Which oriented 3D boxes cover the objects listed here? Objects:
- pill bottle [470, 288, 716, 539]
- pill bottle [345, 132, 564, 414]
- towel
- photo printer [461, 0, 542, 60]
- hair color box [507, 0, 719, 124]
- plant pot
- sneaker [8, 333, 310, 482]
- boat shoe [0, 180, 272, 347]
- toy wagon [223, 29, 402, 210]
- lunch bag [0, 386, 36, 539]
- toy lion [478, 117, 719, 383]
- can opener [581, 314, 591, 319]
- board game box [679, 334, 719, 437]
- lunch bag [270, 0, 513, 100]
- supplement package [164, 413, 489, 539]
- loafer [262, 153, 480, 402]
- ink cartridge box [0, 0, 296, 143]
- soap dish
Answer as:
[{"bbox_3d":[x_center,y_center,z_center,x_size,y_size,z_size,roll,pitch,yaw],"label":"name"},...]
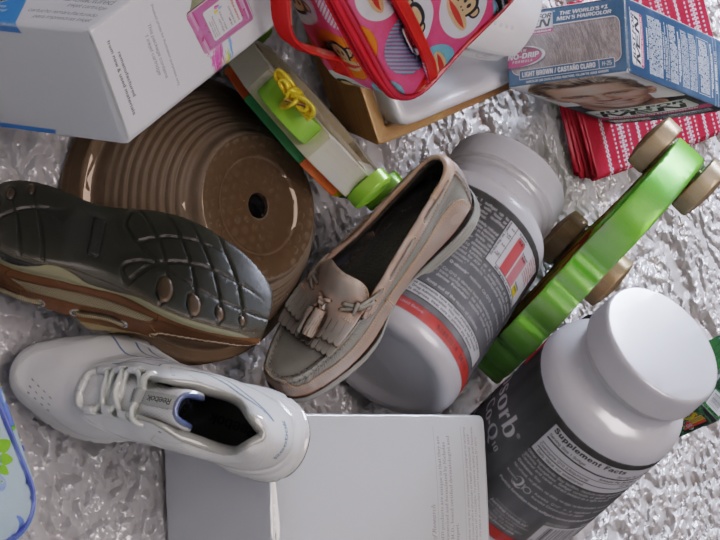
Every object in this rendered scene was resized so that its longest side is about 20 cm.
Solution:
[{"bbox_3d":[0.155,0.107,1.714,0.116,0.200,0.116,22,43,-23],"label":"pill bottle"},{"bbox_3d":[0.064,-0.001,1.764,0.116,0.116,0.200,52,54,-24],"label":"pill bottle"},{"bbox_3d":[0.229,-0.163,2.001,0.200,0.022,0.145,-20,97,-42],"label":"towel"},{"bbox_3d":[0.067,-0.258,1.726,0.166,0.069,0.200,26,67,-36],"label":"photo printer"},{"bbox_3d":[0.197,-0.158,1.850,0.200,0.100,0.061,10,76,-60],"label":"hair color box"},{"bbox_3d":[-0.098,-0.039,1.641,0.201,0.093,0.201,8,77,-41],"label":"plant pot"},{"bbox_3d":[-0.132,0.079,1.536,0.087,0.200,0.075,43,59,-75],"label":"sneaker"},{"bbox_3d":[-0.156,0.003,1.558,0.200,0.074,0.076,21,53,-9],"label":"boat shoe"},{"bbox_3d":[-0.041,-0.107,1.651,0.155,0.040,0.200,49,7,5],"label":"toy wagon"},{"bbox_3d":[-0.289,0.095,1.455,0.161,0.082,0.200,-27,102,-40],"label":"lunch bag"},{"bbox_3d":[0.166,-0.003,1.812,0.069,0.200,0.192,43,41,1],"label":"toy lion"},{"bbox_3d":[0.144,0.114,1.860,0.063,0.079,0.200,49,68,-17],"label":"can opener"},{"bbox_3d":[0.228,0.101,1.842,0.023,0.200,0.105,49,55,-7],"label":"board game box"},{"bbox_3d":[0.008,-0.214,1.570,0.176,0.082,0.200,-46,131,-19],"label":"lunch bag"},{"bbox_3d":[-0.022,0.159,1.664,0.200,0.117,0.118,4,81,-42],"label":"supplement package"},{"bbox_3d":[0.000,0.000,1.652,0.200,0.072,0.063,-47,147,-14],"label":"loafer"},{"bbox_3d":[-0.147,-0.173,1.570,0.200,0.144,0.085,-42,127,-38],"label":"ink cartridge box"},{"bbox_3d":[0.023,-0.206,1.781,0.157,0.081,0.200,-26,101,-41],"label":"soap dish"}]
